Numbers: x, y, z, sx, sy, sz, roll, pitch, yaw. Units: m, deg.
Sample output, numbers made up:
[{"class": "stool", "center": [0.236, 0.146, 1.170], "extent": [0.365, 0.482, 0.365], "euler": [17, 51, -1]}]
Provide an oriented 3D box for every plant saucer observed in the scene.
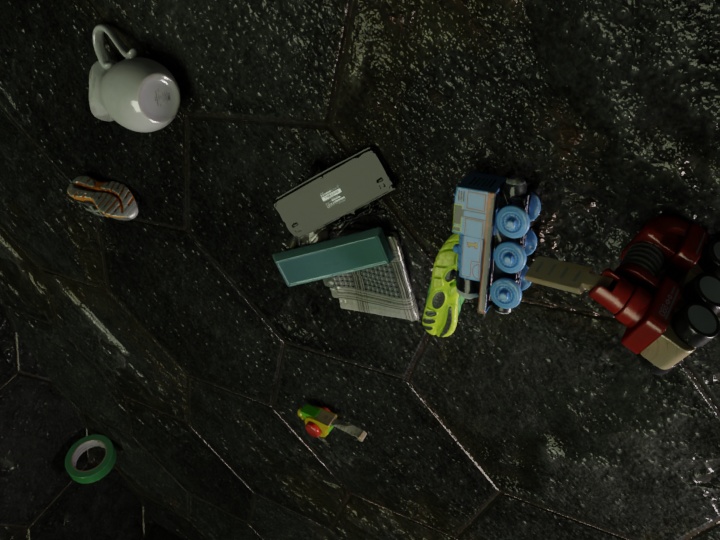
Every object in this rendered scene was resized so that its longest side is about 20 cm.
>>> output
[{"class": "plant saucer", "center": [-0.047, -0.018, 1.219], "extent": [0.197, 0.019, 0.071], "euler": [-13, 126, 17]}]

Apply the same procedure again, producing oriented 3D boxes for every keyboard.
[{"class": "keyboard", "center": [-0.035, -0.114, 1.163], "extent": [0.198, 0.040, 0.105], "euler": [-24, 107, 22]}]

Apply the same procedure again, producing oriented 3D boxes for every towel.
[{"class": "towel", "center": [0.000, 0.000, 1.298], "extent": [0.198, 0.035, 0.194], "euler": [12, 136, 35]}]

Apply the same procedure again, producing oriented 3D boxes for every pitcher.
[{"class": "pitcher", "center": [-0.400, -0.332, 1.262], "extent": [0.198, 0.120, 0.174], "euler": [21, 126, 43]}]

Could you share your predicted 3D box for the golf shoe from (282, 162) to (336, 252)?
[{"class": "golf shoe", "center": [-0.075, -0.083, 1.237], "extent": [0.093, 0.078, 0.202], "euler": [16, 122, 5]}]

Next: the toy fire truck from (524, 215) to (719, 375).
[{"class": "toy fire truck", "center": [0.322, 0.006, 0.883], "extent": [0.199, 0.176, 0.129], "euler": [36, 145, 7]}]

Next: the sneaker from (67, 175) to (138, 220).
[{"class": "sneaker", "center": [-0.563, -0.152, 1.635], "extent": [0.198, 0.079, 0.078], "euler": [23, 155, 28]}]

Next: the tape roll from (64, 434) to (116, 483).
[{"class": "tape roll", "center": [-1.106, 0.771, 3.002], "extent": [0.198, 0.201, 0.049], "euler": [21, 141, 24]}]

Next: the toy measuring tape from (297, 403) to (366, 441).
[{"class": "toy measuring tape", "center": [-0.067, 0.371, 1.727], "extent": [0.198, 0.074, 0.074], "euler": [17, 139, 30]}]

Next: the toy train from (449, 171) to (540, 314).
[{"class": "toy train", "center": [0.183, -0.037, 1.018], "extent": [0.113, 0.087, 0.203], "euler": [13, 120, 24]}]

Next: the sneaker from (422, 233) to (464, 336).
[{"class": "sneaker", "center": [0.141, 0.008, 1.139], "extent": [0.073, 0.084, 0.202], "euler": [18, 124, -2]}]
